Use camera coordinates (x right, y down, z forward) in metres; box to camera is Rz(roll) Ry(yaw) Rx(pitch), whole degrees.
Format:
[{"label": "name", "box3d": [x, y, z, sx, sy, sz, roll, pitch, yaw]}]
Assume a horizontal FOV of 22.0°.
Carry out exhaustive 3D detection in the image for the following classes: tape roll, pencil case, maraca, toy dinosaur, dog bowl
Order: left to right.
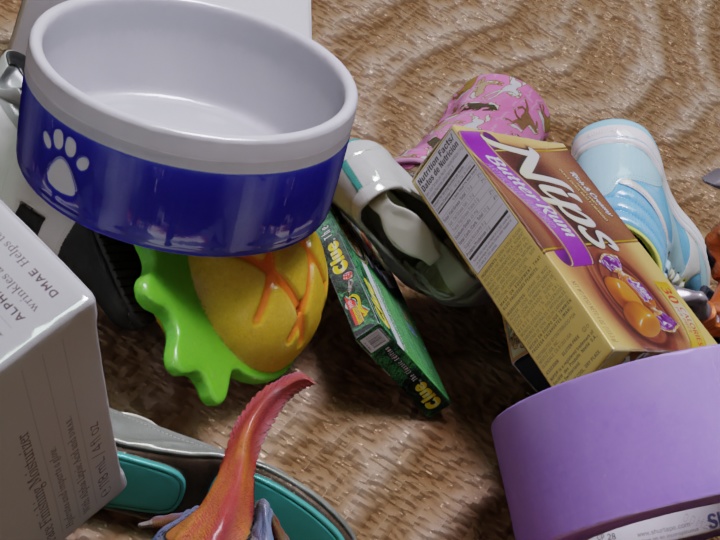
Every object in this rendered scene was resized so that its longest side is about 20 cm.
[{"label": "toy dinosaur", "box3d": [-0.098, 0.156, 0.929, 0.104, 0.201, 0.181, 9, 8, 7]}, {"label": "dog bowl", "box3d": [-0.105, -0.091, 1.115, 0.199, 0.079, 0.200, 11, 29, -6]}, {"label": "maraca", "box3d": [-0.084, 0.009, 1.145, 0.138, 0.107, 0.200, 64, 24, -5]}, {"label": "pencil case", "box3d": [0.077, -0.083, 1.410, 0.083, 0.086, 0.200, 47, 34, -3]}, {"label": "tape roll", "box3d": [0.183, 0.112, 1.103, 0.199, 0.200, 0.085, 0, 70, -32]}]

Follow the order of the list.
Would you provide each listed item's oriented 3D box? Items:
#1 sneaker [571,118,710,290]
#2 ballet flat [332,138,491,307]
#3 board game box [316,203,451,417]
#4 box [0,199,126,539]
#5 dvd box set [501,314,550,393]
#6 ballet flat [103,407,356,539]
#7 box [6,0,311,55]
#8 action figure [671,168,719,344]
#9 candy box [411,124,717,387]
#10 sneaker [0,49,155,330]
[{"label": "sneaker", "box3d": [0.200, 0.002, 1.335, 0.200, 0.079, 0.131, 54, 32, -39]}, {"label": "ballet flat", "box3d": [0.046, -0.016, 1.264, 0.200, 0.069, 0.070, 39, 20, -42]}, {"label": "board game box", "box3d": [0.000, 0.000, 1.252, 0.105, 0.023, 0.200, 52, 11, -44]}, {"label": "box", "box3d": [-0.232, 0.040, 0.919, 0.131, 0.199, 0.200, -38, 66, -22]}, {"label": "dvd box set", "box3d": [0.141, 0.034, 1.283, 0.146, 0.029, 0.201, 45, 23, -33]}, {"label": "ballet flat", "box3d": [-0.093, 0.118, 1.052, 0.199, 0.068, 0.064, 20, 26, -9]}, {"label": "box", "box3d": [-0.148, -0.156, 1.323, 0.199, 0.125, 0.098, 17, 35, -14]}, {"label": "action figure", "box3d": [0.261, 0.059, 1.277, 0.104, 0.194, 0.201, -6, 46, 28]}, {"label": "candy box", "box3d": [0.131, -0.003, 1.188, 0.116, 0.057, 0.200, 5, 43, -43]}, {"label": "sneaker", "box3d": [-0.203, -0.035, 1.187, 0.201, 0.088, 0.074, 58, 12, 13]}]
